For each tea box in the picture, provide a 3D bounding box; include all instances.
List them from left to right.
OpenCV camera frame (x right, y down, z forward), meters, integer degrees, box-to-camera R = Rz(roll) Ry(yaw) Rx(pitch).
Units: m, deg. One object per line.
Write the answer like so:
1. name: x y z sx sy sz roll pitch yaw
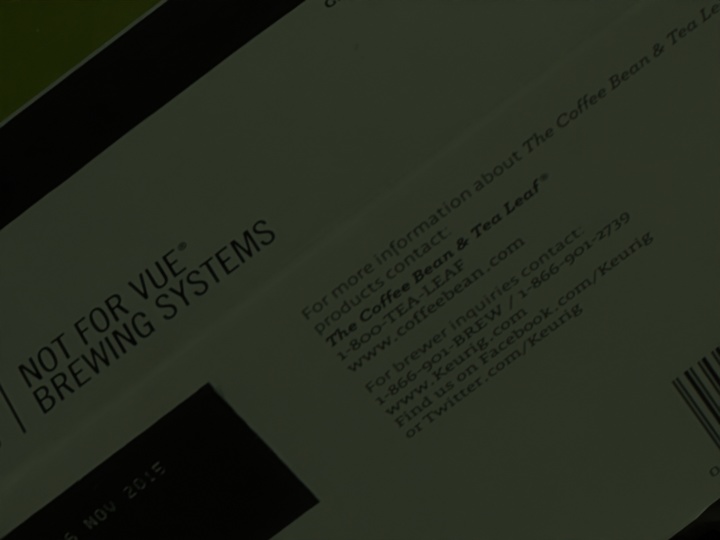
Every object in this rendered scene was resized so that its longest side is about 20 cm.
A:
1. tea box: -0.028 -0.022 0.592 0.134 0.200 0.197 51 4 -48

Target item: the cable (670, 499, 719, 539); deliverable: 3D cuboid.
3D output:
1. cable: 0.052 0.046 0.865 0.163 0.051 0.200 27 -15 -33
